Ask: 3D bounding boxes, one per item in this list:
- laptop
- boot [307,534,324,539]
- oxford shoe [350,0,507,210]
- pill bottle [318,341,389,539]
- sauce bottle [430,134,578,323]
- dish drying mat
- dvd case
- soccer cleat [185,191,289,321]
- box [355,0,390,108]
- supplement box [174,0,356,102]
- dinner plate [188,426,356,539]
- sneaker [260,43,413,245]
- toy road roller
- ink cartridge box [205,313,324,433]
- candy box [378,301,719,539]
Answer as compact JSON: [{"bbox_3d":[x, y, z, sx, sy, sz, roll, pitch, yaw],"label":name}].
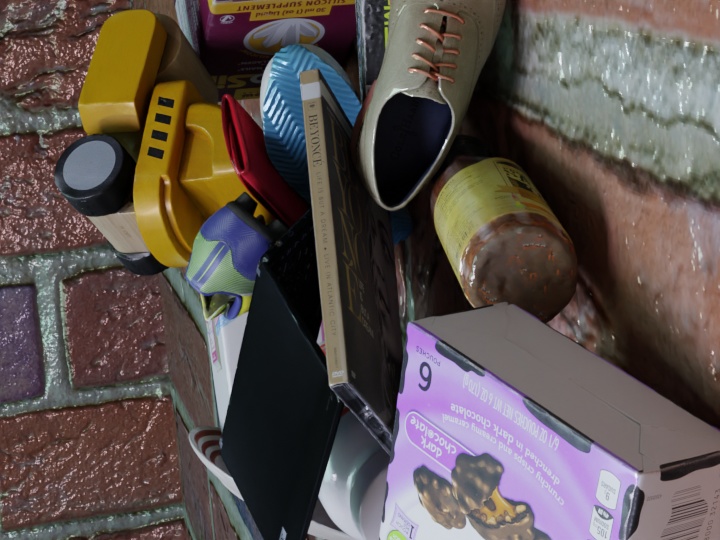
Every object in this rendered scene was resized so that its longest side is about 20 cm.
[{"bbox_3d":[-0.026,0.064,1.072,0.200,0.103,0.178,-48,-20,-48],"label":"laptop"},{"bbox_3d":[-0.021,0.177,1.511,0.166,0.072,0.201,153,111,-64],"label":"boot"},{"bbox_3d":[0.047,-0.126,0.922,0.074,0.071,0.201,-98,20,-66],"label":"oxford shoe"},{"bbox_3d":[0.014,0.130,1.181,0.200,0.112,0.113,-132,36,-67],"label":"pill bottle"},{"bbox_3d":[0.073,-0.032,0.926,0.200,0.066,0.066,-107,14,-66],"label":"sauce bottle"},{"bbox_3d":[-0.045,-0.045,1.190,0.200,0.018,0.077,47,-158,-49],"label":"dish drying mat"},{"bbox_3d":[0.000,0.000,0.976,0.149,0.016,0.201,55,-154,-61],"label":"dvd case"},{"bbox_3d":[-0.082,0.004,1.154,0.065,0.084,0.200,40,175,13],"label":"soccer cleat"},{"bbox_3d":[0.018,-0.188,1.043,0.193,0.047,0.201,-86,-5,-68],"label":"box"},{"bbox_3d":[-0.075,-0.223,1.325,0.200,0.130,0.104,121,140,-71],"label":"supplement box"},{"bbox_3d":[-0.053,0.183,1.338,0.024,0.200,0.200,-66,18,5],"label":"dinner plate"},{"bbox_3d":[-0.023,-0.097,1.181,0.200,0.076,0.081,62,-169,-50],"label":"sneaker"},{"bbox_3d":[-0.130,-0.097,1.239,0.123,0.145,0.201,58,-146,-54],"label":"toy road roller"},{"bbox_3d":[-0.051,0.036,1.333,0.085,0.144,0.201,166,97,-76],"label":"ink cartridge box"},{"bbox_3d":[0.085,0.142,0.794,0.168,0.071,0.201,32,123,47],"label":"candy box"}]
